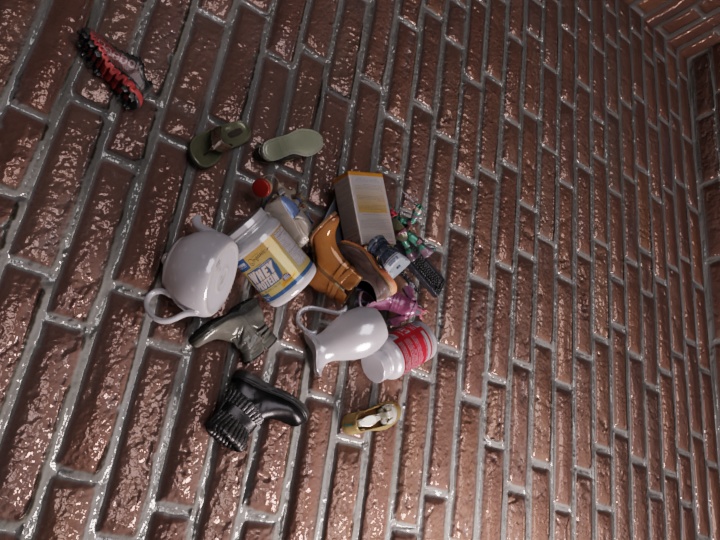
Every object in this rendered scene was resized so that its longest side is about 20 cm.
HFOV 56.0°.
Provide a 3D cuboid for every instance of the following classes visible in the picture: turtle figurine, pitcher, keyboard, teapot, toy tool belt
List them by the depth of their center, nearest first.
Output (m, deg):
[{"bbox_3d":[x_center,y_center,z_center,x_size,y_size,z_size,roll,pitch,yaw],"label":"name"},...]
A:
[{"bbox_3d":[-0.363,0.000,1.461,0.145,0.199,0.200,17,15,6],"label":"teapot"},{"bbox_3d":[-0.047,0.144,1.665,0.198,0.121,0.173,-22,81,-15],"label":"pitcher"},{"bbox_3d":[-0.189,-0.152,1.682,0.201,0.124,0.123,57,19,-13],"label":"toy tool belt"},{"bbox_3d":[0.121,-0.122,1.872,0.100,0.149,0.201,-37,105,-18],"label":"turtle figurine"},{"bbox_3d":[0.164,0.000,1.953,0.200,0.021,0.127,47,53,-16],"label":"keyboard"}]

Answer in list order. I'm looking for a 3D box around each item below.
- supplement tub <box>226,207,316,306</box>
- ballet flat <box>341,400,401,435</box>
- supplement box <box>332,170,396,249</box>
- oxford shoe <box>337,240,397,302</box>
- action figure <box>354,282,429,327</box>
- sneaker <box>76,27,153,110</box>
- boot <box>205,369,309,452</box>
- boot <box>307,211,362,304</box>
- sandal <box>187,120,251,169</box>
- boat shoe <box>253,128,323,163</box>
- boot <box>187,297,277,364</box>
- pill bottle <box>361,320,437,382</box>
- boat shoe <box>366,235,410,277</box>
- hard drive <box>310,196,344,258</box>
[{"bbox_3d":[-0.214,-0.032,1.586,0.200,0.144,0.145,50,52,-13],"label":"supplement tub"},{"bbox_3d":[0.043,0.374,1.708,0.199,0.063,0.069,-10,82,-40],"label":"ballet flat"},{"bbox_3d":[0.010,-0.154,1.791,0.125,0.073,0.202,-2,77,-41],"label":"supplement box"},{"bbox_3d":[0.000,0.000,1.696,0.073,0.072,0.200,-34,62,-30],"label":"oxford shoe"},{"bbox_3d":[0.090,0.075,1.783,0.198,0.149,0.135,19,80,-1],"label":"action figure"},{"bbox_3d":[-0.544,-0.461,1.517,0.201,0.071,0.098,51,52,-16],"label":"sneaker"},{"bbox_3d":[-0.226,0.334,1.497,0.210,0.079,0.159,31,51,-14],"label":"boot"},{"bbox_3d":[-0.060,-0.027,1.644,0.155,0.201,0.077,36,21,13],"label":"boot"},{"bbox_3d":[-0.338,-0.317,1.639,0.080,0.057,0.201,54,51,-11],"label":"sandal"},{"bbox_3d":[-0.186,-0.322,1.757,0.200,0.060,0.073,-20,100,-40],"label":"boat shoe"},{"bbox_3d":[-0.279,0.157,1.529,0.199,0.067,0.132,-32,101,-39],"label":"boot"},{"bbox_3d":[0.099,0.215,1.771,0.199,0.112,0.113,-22,89,-41],"label":"pill bottle"},{"bbox_3d":[0.072,-0.038,1.747,0.071,0.200,0.091,-42,78,-1],"label":"boat shoe"},{"bbox_3d":[-0.057,-0.082,1.791,0.134,0.042,0.201,35,56,-25],"label":"hard drive"}]
